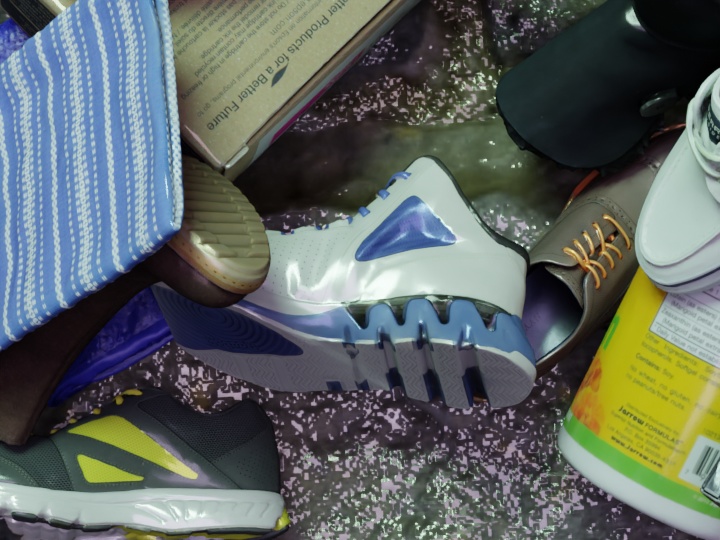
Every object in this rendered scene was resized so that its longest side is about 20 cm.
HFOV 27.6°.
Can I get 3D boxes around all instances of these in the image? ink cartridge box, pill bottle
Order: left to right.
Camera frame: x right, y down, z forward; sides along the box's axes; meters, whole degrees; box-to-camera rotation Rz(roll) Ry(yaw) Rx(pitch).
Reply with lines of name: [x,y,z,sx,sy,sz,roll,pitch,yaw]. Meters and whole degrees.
ink cartridge box: [-0.067,-0.163,0.770,0.165,0.075,0.200,45,71,0]
pill bottle: [0.191,0.027,0.752,0.111,0.111,0.201,25,99,1]

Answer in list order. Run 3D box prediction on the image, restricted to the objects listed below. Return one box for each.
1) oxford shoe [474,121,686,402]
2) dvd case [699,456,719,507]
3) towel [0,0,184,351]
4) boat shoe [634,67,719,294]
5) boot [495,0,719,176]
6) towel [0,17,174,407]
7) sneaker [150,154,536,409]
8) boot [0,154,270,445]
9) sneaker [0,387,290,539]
oxford shoe: [0.127,-0.003,0.788,0.071,0.073,0.200,43,88,2]
dvd case: [0.242,0.072,0.736,0.016,0.200,0.149,32,88,35]
towel: [-0.152,-0.045,0.678,0.200,0.024,0.145,-28,60,39]
boat shoe: [0.175,-0.069,0.649,0.200,0.067,0.074,-56,47,32]
boot: [0.131,-0.111,0.710,0.168,0.200,0.077,-34,73,32]
towel: [-0.161,-0.043,0.802,0.147,0.050,0.200,-32,88,-2]
sneaker: [0.001,0.000,0.758,0.198,0.081,0.116,8,56,12]
boot: [-0.131,0.016,0.711,0.200,0.072,0.167,38,109,42]
sneaker: [-0.136,0.104,0.779,0.199,0.074,0.085,8,63,-18]
